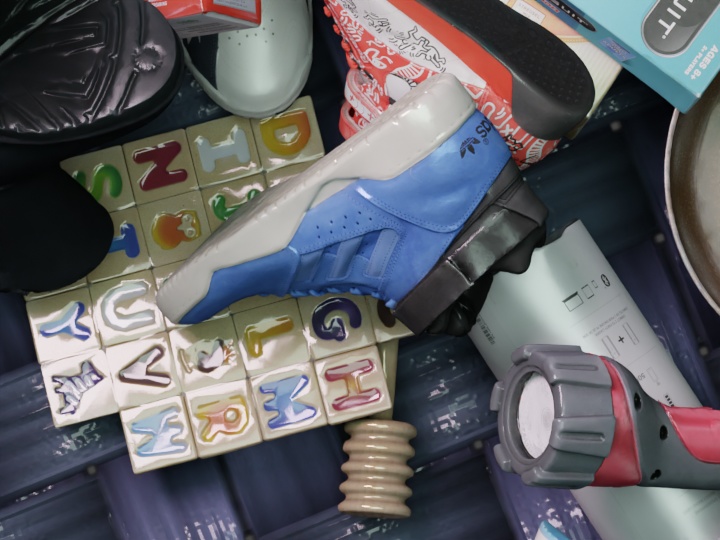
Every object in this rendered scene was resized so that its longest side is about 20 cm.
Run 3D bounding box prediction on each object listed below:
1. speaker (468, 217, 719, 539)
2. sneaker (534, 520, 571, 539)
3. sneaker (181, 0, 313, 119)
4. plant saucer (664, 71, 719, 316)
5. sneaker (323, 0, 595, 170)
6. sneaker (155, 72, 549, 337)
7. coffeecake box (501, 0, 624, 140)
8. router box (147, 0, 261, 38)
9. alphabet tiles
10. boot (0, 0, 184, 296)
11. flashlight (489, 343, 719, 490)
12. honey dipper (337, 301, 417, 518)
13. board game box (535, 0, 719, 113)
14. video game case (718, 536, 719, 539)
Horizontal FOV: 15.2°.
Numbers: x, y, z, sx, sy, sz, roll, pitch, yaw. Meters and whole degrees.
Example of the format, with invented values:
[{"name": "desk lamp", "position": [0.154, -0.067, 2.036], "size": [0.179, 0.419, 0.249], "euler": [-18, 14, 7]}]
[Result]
[{"name": "speaker", "position": [0.131, 0.078, 1.345], "size": [0.081, 0.081, 0.200], "euler": [-33, 88, -7]}, {"name": "sneaker", "position": [0.101, 0.180, 1.282], "size": [0.076, 0.200, 0.081], "euler": [34, 86, 28]}, {"name": "sneaker", "position": [-0.063, -0.181, 1.326], "size": [0.079, 0.130, 0.200], "euler": [-1, 82, -3]}, {"name": "plant saucer", "position": [0.247, -0.044, 1.341], "size": [0.200, 0.032, 0.201], "euler": [0, 85, -5]}, {"name": "sneaker", "position": [0.007, -0.113, 1.303], "size": [0.201, 0.108, 0.067], "euler": [40, 40, -9]}, {"name": "sneaker", "position": [0.000, 0.000, 1.294], "size": [0.200, 0.077, 0.111], "euler": [-34, 100, 26]}, {"name": "coffeecake box", "position": [0.101, -0.194, 1.371], "size": [0.153, 0.073, 0.200], "euler": [33, 83, 1]}, {"name": "router box", "position": [-0.142, -0.194, 1.285], "size": [0.200, 0.049, 0.180], "euler": [-6, 84, 33]}, {"name": "alphabet tiles", "position": [-0.068, 0.006, 1.354], "size": [0.200, 0.006, 0.167], "euler": [-15, 77, 1]}, {"name": "boot", "position": [-0.150, -0.055, 1.270], "size": [0.200, 0.168, 0.077], "euler": [-8, 63, 17]}, {"name": "flashlight", "position": [0.161, 0.072, 1.276], "size": [0.200, 0.068, 0.068], "euler": [3, 68, -27]}, {"name": "honey dipper", "position": [0.016, 0.024, 1.367], "size": [0.038, 0.038, 0.201], "euler": [6, 80, -4]}, {"name": "board game box", "position": [0.125, -0.198, 1.312], "size": [0.200, 0.047, 0.151], "euler": [37, 83, 2]}, {"name": "video game case", "position": [0.275, 0.099, 1.306], "size": [0.182, 0.200, 0.022], "euler": [-52, 48, 0]}]
